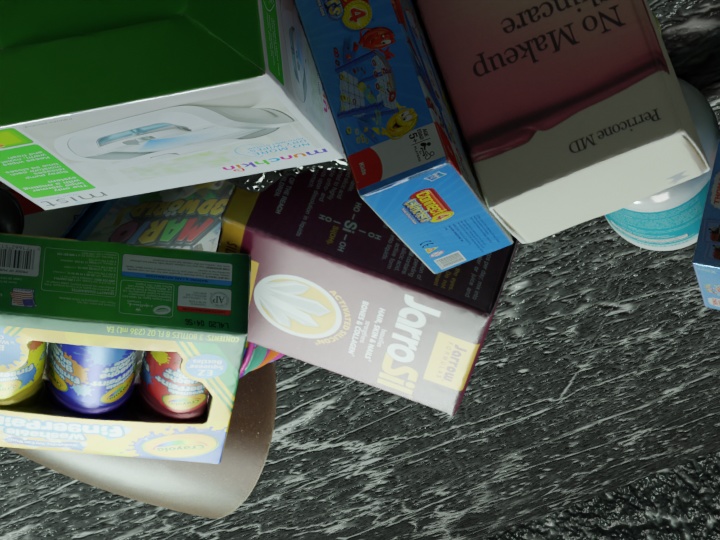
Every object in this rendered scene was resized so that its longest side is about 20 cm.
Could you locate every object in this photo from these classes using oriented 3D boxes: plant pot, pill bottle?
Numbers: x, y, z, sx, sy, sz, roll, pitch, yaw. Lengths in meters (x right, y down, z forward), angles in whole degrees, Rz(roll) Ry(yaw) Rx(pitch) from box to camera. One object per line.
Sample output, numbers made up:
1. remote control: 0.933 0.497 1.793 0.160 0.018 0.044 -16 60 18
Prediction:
1. plant pot: -0.202 0.107 1.954 0.199 0.188 0.187 8 152 -33
2. pill bottle: 0.233 -0.089 1.856 0.110 0.111 0.200 -20 164 7

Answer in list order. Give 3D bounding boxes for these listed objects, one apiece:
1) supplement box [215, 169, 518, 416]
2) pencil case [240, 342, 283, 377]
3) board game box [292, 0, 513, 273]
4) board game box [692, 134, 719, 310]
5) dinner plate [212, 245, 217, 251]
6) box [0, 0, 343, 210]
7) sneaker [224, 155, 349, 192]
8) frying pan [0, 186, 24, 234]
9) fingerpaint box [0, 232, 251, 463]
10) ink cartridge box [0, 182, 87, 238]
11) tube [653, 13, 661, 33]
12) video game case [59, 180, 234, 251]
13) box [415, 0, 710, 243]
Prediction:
1. supplement box: 0.000 0.000 1.662 0.199 0.103 0.131 19 141 3
2. pencil case: -0.071 0.023 1.839 0.088 0.089 0.200 -28 -178 31
3. board game box: 0.018 -0.116 1.396 0.056 0.197 0.200 -21 164 9
4. board game box: 0.300 -0.080 1.824 0.036 0.201 0.151 10 169 14
5. dinner plate: -0.087 -0.046 1.814 0.199 0.024 0.200 -16 163 -5
6. box: -0.129 -0.116 1.373 0.199 0.097 0.176 -9 165 11
7. sneaker: -0.048 -0.091 1.555 0.199 0.060 0.104 21 137 -20
8. frying pan: -0.307 0.006 1.635 0.115 0.031 0.190 12 130 -40
9. fingerpaint box: -0.184 0.057 1.634 0.199 0.074 0.167 6 143 -8
10. ink cartridge box: -0.243 -0.025 1.676 0.160 0.050 0.200 -14 165 -15
11. tube: 0.126 -0.160 1.612 0.199 0.058 0.052 -3 158 -43
12. video game case: -0.147 -0.034 1.689 0.200 0.018 0.143 -48 152 24
13. box: 0.114 -0.137 1.421 0.127 0.201 0.109 -22 164 11
